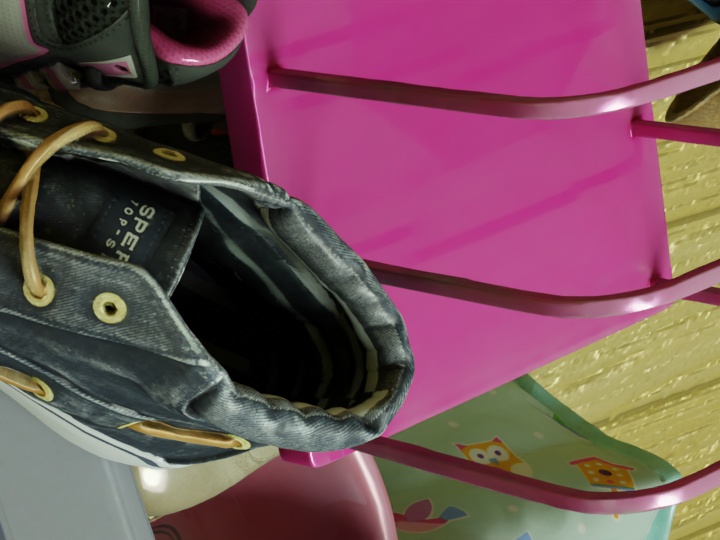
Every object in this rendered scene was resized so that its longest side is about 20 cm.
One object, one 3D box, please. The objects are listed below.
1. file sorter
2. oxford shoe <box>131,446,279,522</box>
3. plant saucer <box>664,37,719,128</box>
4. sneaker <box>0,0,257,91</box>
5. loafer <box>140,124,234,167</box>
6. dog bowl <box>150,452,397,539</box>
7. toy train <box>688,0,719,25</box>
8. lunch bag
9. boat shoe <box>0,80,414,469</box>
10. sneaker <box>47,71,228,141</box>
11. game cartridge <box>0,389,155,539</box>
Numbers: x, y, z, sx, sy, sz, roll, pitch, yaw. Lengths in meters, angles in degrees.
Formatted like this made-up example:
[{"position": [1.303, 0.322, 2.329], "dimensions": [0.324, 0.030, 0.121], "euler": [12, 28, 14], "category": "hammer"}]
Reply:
[{"position": [0.056, -0.059, 0.657], "dimensions": [0.139, 0.125, 0.200], "euler": [-22, 111, -38], "category": "file sorter"}, {"position": [0.000, 0.000, 0.751], "dimensions": [0.200, 0.074, 0.071], "euler": [-44, 123, -30], "category": "oxford shoe"}, {"position": [0.183, -0.110, 0.900], "dimensions": [0.200, 0.035, 0.200], "euler": [-46, -178, 2], "category": "plant saucer"}, {"position": [-0.071, -0.069, 0.630], "dimensions": [0.080, 0.086, 0.200], "euler": [-43, 180, -35], "category": "sneaker"}, {"position": [0.004, -0.017, 0.860], "dimensions": [0.201, 0.068, 0.070], "euler": [6, 125, -46], "category": "loafer"}, {"position": [-0.071, 0.097, 0.788], "dimensions": [0.200, 0.074, 0.200], "euler": [-1, 91, -42], "category": "dog bowl"}, {"position": [0.149, -0.168, 0.857], "dimensions": [0.200, 0.087, 0.114], "euler": [-52, 156, 10], "category": "toy train"}, {"position": [0.010, 0.151, 0.990], "dimensions": [0.170, 0.122, 0.200], "euler": [-15, 129, -41], "category": "lunch bag"}, {"position": [-0.080, -0.016, 0.598], "dimensions": [0.200, 0.091, 0.071], "euler": [30, 68, -33], "category": "boat shoe"}, {"position": [-0.021, -0.078, 0.764], "dimensions": [0.082, 0.077, 0.200], "euler": [-42, 165, 30], "category": "sneaker"}, {"position": [-0.147, 0.094, 0.693], "dimensions": [0.200, 0.133, 0.041], "euler": [-17, -172, 6], "category": "game cartridge"}]
